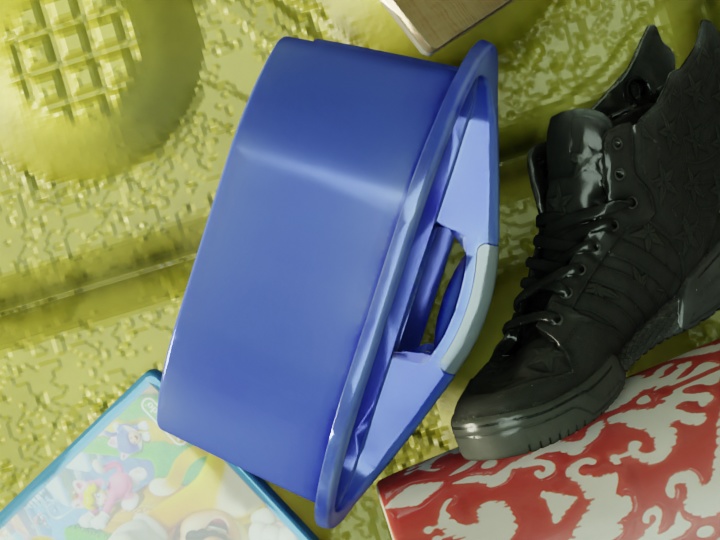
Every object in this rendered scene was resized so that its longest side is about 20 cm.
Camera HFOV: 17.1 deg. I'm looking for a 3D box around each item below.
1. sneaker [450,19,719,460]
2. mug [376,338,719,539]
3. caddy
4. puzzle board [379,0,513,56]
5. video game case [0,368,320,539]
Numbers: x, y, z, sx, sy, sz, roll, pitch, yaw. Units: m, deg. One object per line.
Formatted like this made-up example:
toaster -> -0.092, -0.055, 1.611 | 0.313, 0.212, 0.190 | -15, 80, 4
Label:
sneaker -> 0.089, -0.015, 0.930 | 0.200, 0.060, 0.104 | -34, 107, -38
mug -> 0.123, 0.120, 0.929 | 0.200, 0.133, 0.178 | -19, 95, -1
caddy -> 0.000, 0.000, 0.937 | 0.105, 0.141, 0.200 | 19, 98, 7
puzzle board -> 0.004, -0.188, 0.944 | 0.200, 0.151, 0.017 | 52, 135, 2
video game case -> -0.110, 0.161, 1.014 | 0.200, 0.018, 0.143 | -44, 89, 5
